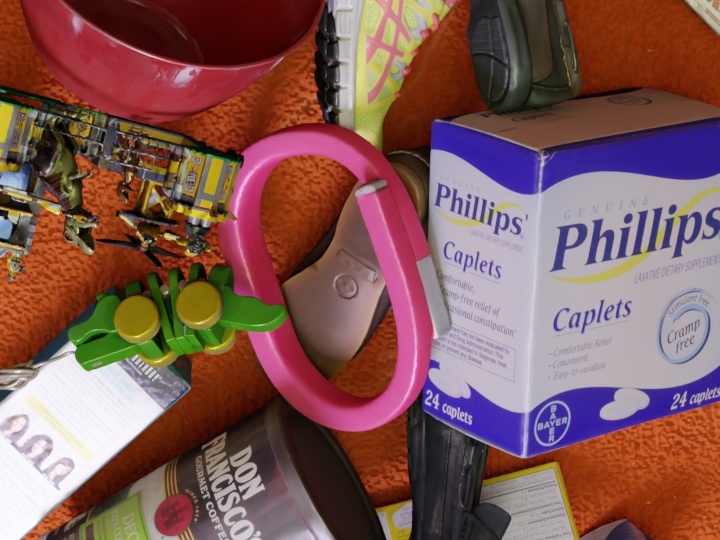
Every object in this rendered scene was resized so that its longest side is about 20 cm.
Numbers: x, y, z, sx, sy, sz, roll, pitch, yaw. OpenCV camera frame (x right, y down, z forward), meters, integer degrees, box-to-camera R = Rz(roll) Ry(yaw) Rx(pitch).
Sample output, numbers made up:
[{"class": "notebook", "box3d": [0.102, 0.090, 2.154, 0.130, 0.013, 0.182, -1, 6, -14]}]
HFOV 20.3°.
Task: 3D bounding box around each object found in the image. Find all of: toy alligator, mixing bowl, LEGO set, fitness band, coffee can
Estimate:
[{"class": "toy alligator", "box3d": [-0.147, 0.031, 1.307, 0.199, 0.059, 0.055, -13, 66, 6]}, {"class": "mixing bowl", "box3d": [-0.131, -0.166, 1.240, 0.199, 0.201, 0.109, 22, 136, -10]}, {"class": "LEGO set", "box3d": [-0.176, -0.038, 1.240, 0.199, 0.154, 0.117, 12, 97, -28]}, {"class": "fitness band", "box3d": [-0.021, 0.005, 1.291, 0.143, 0.037, 0.201, -13, 98, 36]}, {"class": "coffee can", "box3d": [-0.099, 0.194, 1.352, 0.199, 0.147, 0.147, -31, 107, 10]}]

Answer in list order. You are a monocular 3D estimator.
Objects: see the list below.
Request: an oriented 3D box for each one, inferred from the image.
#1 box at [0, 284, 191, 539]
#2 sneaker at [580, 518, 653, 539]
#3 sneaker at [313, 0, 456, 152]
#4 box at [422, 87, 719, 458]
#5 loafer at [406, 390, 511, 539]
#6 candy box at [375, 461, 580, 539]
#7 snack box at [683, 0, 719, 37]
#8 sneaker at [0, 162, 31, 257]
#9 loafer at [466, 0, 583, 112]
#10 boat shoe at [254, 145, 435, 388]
[{"class": "box", "box3d": [-0.214, 0.108, 1.375, 0.200, 0.049, 0.082, -41, 105, 9]}, {"class": "sneaker", "box3d": [0.166, 0.280, 1.448, 0.115, 0.081, 0.200, 37, 104, -21]}, {"class": "sneaker", "box3d": [0.019, -0.158, 1.296, 0.090, 0.078, 0.201, -1, 111, -13]}, {"class": "box", "box3d": [0.144, -0.004, 1.298, 0.183, 0.105, 0.202, -12, 111, -35]}, {"class": "loafer", "box3d": [0.067, 0.174, 1.360, 0.070, 0.068, 0.202, -2, 67, 4]}, {"class": "candy box", "box3d": [0.056, 0.206, 1.404, 0.199, 0.103, 0.026, -14, 150, 1]}, {"class": "snack box", "box3d": [0.195, -0.242, 1.307, 0.200, 0.024, 0.072, 42, 101, -15]}, {"class": "sneaker", "box3d": [-0.286, -0.008, 1.312, 0.200, 0.090, 0.078, -40, 106, 6]}, {"class": "loafer", "box3d": [0.098, -0.199, 1.279, 0.062, 0.072, 0.202, -3, 83, -24]}, {"class": "boat shoe", "box3d": [0.000, 0.000, 1.343, 0.070, 0.070, 0.200, 41, 122, 6]}]
